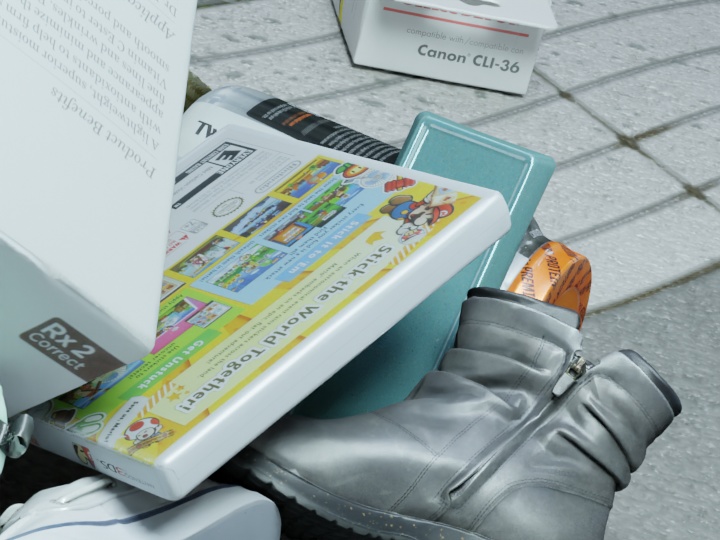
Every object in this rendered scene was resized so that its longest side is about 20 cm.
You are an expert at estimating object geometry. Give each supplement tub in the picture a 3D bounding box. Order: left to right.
[{"bbox_3d":[0.000,0.000,1.362,0.200,0.123,0.123,23,26,18],"label":"supplement tub"}]

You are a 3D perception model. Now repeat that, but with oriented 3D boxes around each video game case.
[{"bbox_3d":[-0.065,0.011,1.212,0.200,0.023,0.182,-38,34,-29],"label":"video game case"}]

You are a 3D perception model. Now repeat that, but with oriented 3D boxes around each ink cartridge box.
[{"bbox_3d":[0.049,-0.171,1.808,0.116,0.068,0.200,9,24,-11],"label":"ink cartridge box"}]

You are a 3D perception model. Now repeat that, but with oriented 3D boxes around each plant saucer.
[{"bbox_3d":[0.017,0.024,1.274,0.070,0.200,0.019,21,-16,14],"label":"plant saucer"}]

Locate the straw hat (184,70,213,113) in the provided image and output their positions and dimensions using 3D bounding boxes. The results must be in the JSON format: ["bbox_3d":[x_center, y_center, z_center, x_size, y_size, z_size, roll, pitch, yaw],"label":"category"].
[{"bbox_3d":[-0.159,-0.039,1.377,0.201,0.201,0.085,4,71,-22],"label":"straw hat"}]

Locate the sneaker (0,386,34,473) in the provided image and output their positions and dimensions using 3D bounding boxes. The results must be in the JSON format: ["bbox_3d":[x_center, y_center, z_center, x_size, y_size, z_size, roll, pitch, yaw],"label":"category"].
[{"bbox_3d":[-0.186,0.106,1.052,0.074,0.200,0.118,-1,-27,39],"label":"sneaker"}]

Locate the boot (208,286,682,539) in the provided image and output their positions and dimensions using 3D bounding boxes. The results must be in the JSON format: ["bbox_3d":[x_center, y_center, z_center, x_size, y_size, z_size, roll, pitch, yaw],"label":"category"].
[{"bbox_3d":[0.025,0.062,1.224,0.200,0.132,0.070,26,-17,-2],"label":"boot"}]

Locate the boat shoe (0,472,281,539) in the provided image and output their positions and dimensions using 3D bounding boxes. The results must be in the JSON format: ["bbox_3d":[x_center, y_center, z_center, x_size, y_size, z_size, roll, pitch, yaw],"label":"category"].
[{"bbox_3d":[-0.114,0.119,1.129,0.065,0.074,0.200,24,16,30],"label":"boat shoe"}]

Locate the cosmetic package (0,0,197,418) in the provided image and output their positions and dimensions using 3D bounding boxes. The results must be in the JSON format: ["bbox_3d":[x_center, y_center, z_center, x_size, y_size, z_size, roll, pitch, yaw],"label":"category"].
[{"bbox_3d":[-0.184,-0.059,1.159,0.165,0.165,0.200,38,42,-36],"label":"cosmetic package"}]
